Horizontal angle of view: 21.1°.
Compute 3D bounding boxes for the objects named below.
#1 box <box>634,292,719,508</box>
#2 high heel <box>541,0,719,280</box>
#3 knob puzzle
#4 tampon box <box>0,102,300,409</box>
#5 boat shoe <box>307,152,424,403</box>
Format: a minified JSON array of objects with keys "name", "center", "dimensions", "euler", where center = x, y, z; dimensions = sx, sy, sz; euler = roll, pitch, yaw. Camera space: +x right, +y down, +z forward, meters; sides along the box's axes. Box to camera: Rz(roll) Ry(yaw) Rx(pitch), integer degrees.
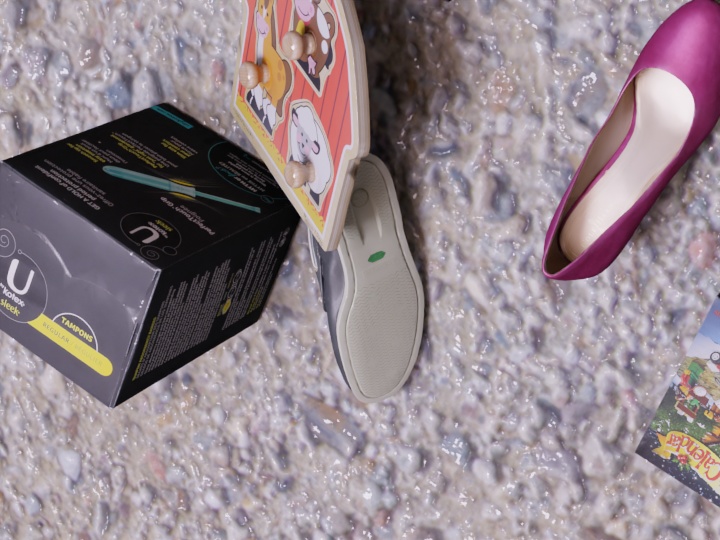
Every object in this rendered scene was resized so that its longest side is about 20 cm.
[{"name":"box","center":[0.299,0.117,1.284],"dimensions":[0.200,0.038,0.137],"euler":[32,120,18]},{"name":"high heel","center":[0.176,-0.082,1.253],"dimensions":[0.067,0.096,0.200],"euler":[37,122,15]},{"name":"knob puzzle","center":[-0.048,-0.141,1.331],"dimensions":[0.220,0.030,0.220],"euler":[32,126,58]},{"name":"tampon box","center":[-0.164,-0.016,1.416],"dimensions":[0.150,0.200,0.127],"euler":[33,120,18]},{"name":"boat shoe","center":[0.000,0.000,1.417],"dimensions":[0.068,0.072,0.201],"euler":[35,138,60]}]
